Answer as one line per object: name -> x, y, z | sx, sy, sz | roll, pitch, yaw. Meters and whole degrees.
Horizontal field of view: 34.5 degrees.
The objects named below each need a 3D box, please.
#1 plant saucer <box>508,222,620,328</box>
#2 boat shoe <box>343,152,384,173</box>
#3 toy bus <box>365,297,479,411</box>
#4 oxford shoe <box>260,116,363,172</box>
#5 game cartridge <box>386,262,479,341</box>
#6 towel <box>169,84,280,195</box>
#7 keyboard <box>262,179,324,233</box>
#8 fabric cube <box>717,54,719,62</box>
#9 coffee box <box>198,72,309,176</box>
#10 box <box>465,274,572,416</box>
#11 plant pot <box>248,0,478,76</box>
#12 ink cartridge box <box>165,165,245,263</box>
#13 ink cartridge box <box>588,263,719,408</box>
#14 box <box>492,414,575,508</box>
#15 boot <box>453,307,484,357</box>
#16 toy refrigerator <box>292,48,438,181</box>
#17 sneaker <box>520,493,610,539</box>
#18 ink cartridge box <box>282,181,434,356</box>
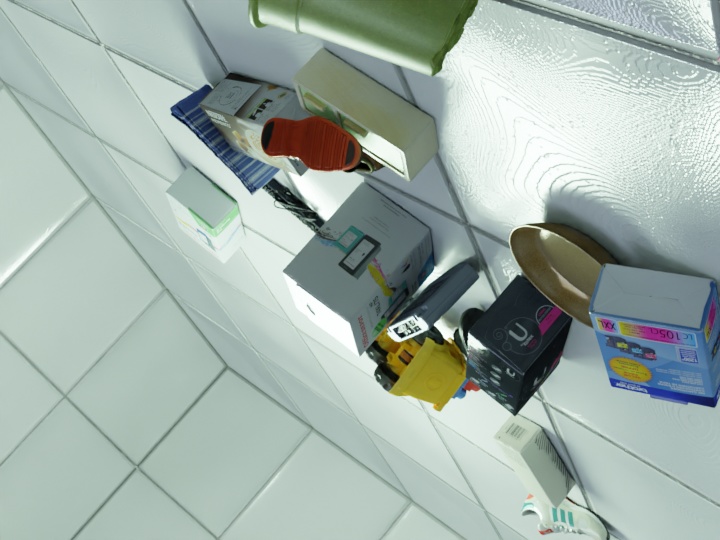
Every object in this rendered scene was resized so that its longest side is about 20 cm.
plant saucer -> 0.278, 0.002, 1.480 | 0.200, 0.035, 0.201 | 39, 164, 13
boat shoe -> -0.017, -0.181, 1.662 | 0.072, 0.068, 0.199 | 48, 165, -24
toy bus -> 0.124, 0.157, 2.086 | 0.191, 0.136, 0.200 | 27, -162, -24
oxford shoe -> -0.052, -0.173, 1.580 | 0.072, 0.072, 0.199 | 5, -169, -41
game cartridge -> 0.116, 0.047, 1.812 | 0.041, 0.133, 0.200 | 43, 164, -3
towel -> -0.224, -0.225, 1.965 | 0.200, 0.145, 0.024 | 46, 120, -6
keyboard -> -0.134, -0.114, 2.175 | 0.199, 0.040, 0.104 | 39, 165, 11
fabric cube -> 0.345, -0.163, 0.597 | 0.199, 0.197, 0.200 | 38, 163, 10
coffee box -> -0.153, -0.233, 1.832 | 0.199, 0.080, 0.115 | 25, 157, 47
box -> 0.233, 0.115, 1.725 | 0.106, 0.122, 0.200 | 37, 164, 18
plant pot -> 0.018, -0.286, 1.131 | 0.189, 0.201, 0.200 | 29, 163, 5
ink cartridge box -> -0.340, -0.121, 2.573 | 0.145, 0.088, 0.200 | 38, 165, 13
ink cartridge box -> 0.359, 0.087, 1.373 | 0.135, 0.077, 0.201 | 10, 150, 30
box -> 0.337, 0.368, 2.234 | 0.082, 0.068, 0.201 | 26, 157, 46
boot -> 0.194, 0.128, 1.972 | 0.130, 0.068, 0.201 | 30, 159, 55
toy refrigerator -> 0.004, -0.206, 1.542 | 0.199, 0.070, 0.076 | 37, 164, 23
sneaker -> 0.418, 0.522, 2.388 | 0.199, 0.094, 0.071 | 31, 161, 37
ink cartridge box -> 0.000, 0.000, 1.848 | 0.146, 0.200, 0.147 | 36, 164, 21
